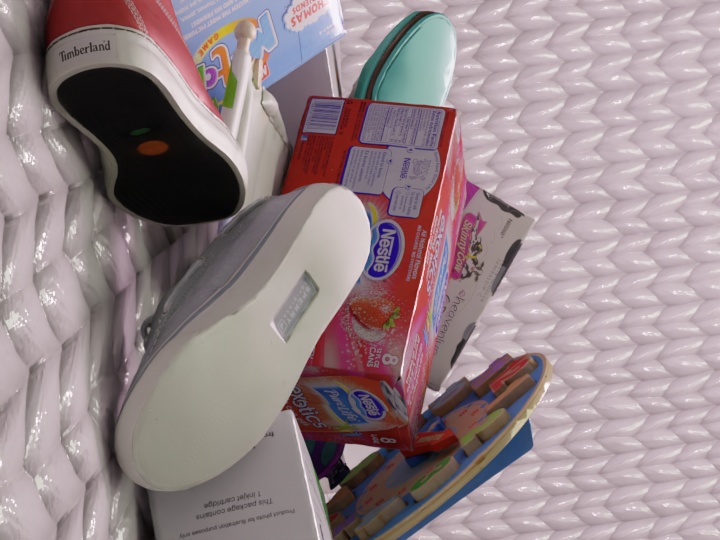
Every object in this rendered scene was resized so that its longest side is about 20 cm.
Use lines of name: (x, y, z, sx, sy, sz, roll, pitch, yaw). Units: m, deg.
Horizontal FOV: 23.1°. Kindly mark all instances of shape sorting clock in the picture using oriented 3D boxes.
shape sorting clock: (0.038, 0.116, 1.092, 0.039, 0.200, 0.200, 54, 7, -7)

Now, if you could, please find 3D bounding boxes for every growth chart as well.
growth chart: (-0.061, -0.033, 1.052, 0.200, 0.018, 0.145, 73, 25, -60)

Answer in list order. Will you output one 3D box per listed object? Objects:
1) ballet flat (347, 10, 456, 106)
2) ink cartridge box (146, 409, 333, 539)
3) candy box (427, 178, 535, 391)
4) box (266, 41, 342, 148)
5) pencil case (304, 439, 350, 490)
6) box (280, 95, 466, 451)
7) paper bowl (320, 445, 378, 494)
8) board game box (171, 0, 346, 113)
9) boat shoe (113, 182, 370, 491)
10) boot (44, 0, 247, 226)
ballet flat: (0.008, -0.092, 1.231, 0.067, 0.070, 0.201, 30, 69, -36)
ink cartridge box: (-0.045, 0.194, 0.898, 0.147, 0.083, 0.201, 78, -1, -64)
candy box: (0.038, -0.004, 1.259, 0.137, 0.061, 0.200, -61, -163, 1)
box: (-0.074, -0.182, 1.226, 0.200, 0.106, 0.153, -93, 175, -60)
pencil case: (-0.052, 0.058, 1.193, 0.085, 0.092, 0.200, 41, 24, -28)
box: (0.000, 0.000, 1.076, 0.096, 0.099, 0.200, 78, 21, -55)
paper bowl: (-0.029, 0.081, 1.437, 0.201, 0.104, 0.201, -9, 90, -85)
board game box: (-0.081, -0.196, 1.020, 0.151, 0.037, 0.200, -39, 132, -36)
boat shoe: (-0.069, 0.032, 0.887, 0.201, 0.071, 0.070, -53, 126, -35)
boot: (-0.107, -0.116, 0.881, 0.200, 0.072, 0.145, 67, 14, -64)
